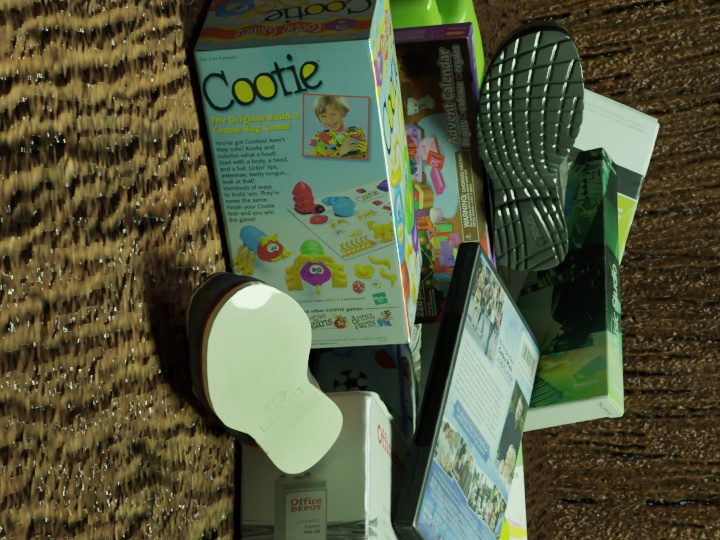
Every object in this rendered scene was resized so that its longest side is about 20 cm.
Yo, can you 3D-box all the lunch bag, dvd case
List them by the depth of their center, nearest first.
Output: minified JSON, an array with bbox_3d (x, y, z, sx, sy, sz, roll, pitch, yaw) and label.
[{"bbox_3d":[0.071,0.102,1.440,0.143,0.017,0.201,55,43,-52],"label":"dvd case"},{"bbox_3d":[0.004,0.153,1.548,0.161,0.075,0.201,83,9,-45],"label":"lunch bag"}]

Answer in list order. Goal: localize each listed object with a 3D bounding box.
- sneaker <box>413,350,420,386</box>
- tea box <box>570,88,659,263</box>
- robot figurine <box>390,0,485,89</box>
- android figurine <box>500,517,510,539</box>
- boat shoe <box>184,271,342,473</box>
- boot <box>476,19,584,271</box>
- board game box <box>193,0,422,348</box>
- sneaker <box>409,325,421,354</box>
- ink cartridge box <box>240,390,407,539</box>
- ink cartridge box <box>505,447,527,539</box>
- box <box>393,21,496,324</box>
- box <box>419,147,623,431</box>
[{"bbox_3d":[0.053,0.093,1.956,0.085,0.073,0.201,28,61,-37],"label":"sneaker"},{"bbox_3d":[0.120,-0.033,1.789,0.200,0.133,0.198,147,-37,-72],"label":"tea box"},{"bbox_3d":[0.035,-0.168,1.709,0.200,0.115,0.176,70,18,-61],"label":"robot figurine"},{"bbox_3d":[0.064,0.220,1.511,0.182,0.041,0.201,63,39,-51],"label":"android figurine"},{"bbox_3d":[-0.062,0.049,1.224,0.063,0.071,0.200,44,-9,26],"label":"boat shoe"},{"bbox_3d":[0.107,-0.111,1.489,0.132,0.069,0.201,-89,-178,-47],"label":"boot"},{"bbox_3d":[-0.027,-0.065,1.332,0.103,0.104,0.201,-79,164,-58],"label":"board game box"},{"bbox_3d":[0.000,0.000,1.617,0.200,0.078,0.085,65,29,-45],"label":"sneaker"},{"bbox_3d":[-0.020,0.187,1.356,0.147,0.082,0.201,60,28,-69],"label":"ink cartridge box"},{"bbox_3d":[0.082,0.230,1.870,0.117,0.067,0.201,-8,95,-47],"label":"ink cartridge box"},{"bbox_3d":[0.016,-0.060,1.495,0.039,0.136,0.201,-73,157,-67],"label":"box"},{"bbox_3d":[0.112,0.018,1.585,0.036,0.144,0.201,43,41,-52],"label":"box"}]
